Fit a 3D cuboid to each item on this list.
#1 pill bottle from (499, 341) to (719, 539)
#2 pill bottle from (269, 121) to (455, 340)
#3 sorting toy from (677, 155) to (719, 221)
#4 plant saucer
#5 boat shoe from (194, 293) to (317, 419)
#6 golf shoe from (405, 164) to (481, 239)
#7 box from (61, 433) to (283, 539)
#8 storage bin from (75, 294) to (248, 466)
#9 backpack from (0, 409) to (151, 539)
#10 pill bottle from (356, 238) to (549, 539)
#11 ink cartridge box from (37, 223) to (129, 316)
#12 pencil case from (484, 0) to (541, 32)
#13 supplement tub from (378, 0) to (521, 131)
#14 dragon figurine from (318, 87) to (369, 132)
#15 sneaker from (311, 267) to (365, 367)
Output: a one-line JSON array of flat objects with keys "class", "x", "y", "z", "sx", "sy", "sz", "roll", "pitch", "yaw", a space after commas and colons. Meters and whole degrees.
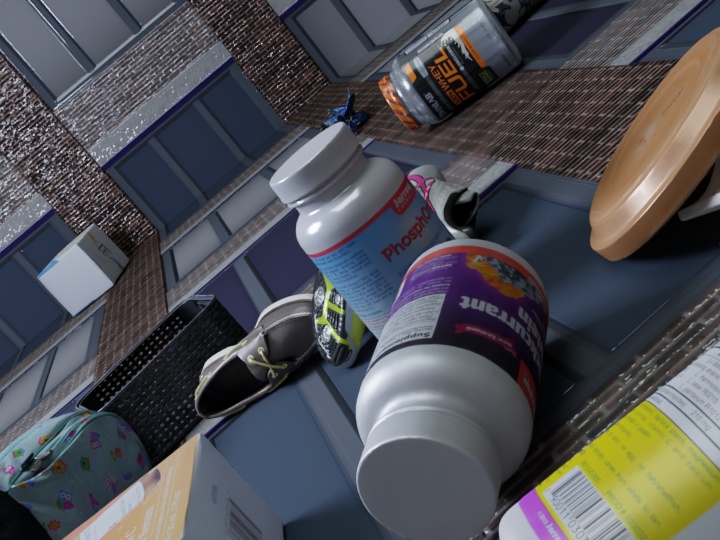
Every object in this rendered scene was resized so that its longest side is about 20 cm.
[{"class": "pill bottle", "x": 0.161, "y": 0.084, "z": 0.376, "sx": 0.200, "sy": 0.104, "sz": 0.104, "roll": -39, "pitch": 16, "yaw": 3}, {"class": "pill bottle", "x": 0.016, "y": -0.024, "z": 0.803, "sx": 0.109, "sy": 0.200, "sz": 0.109, "roll": -36, "pitch": 17, "yaw": 13}, {"class": "sorting toy", "x": 0.291, "y": -0.106, "z": 0.618, "sx": 0.180, "sy": 0.107, "sz": 0.200, "roll": -35, "pitch": 19, "yaw": 52}, {"class": "plant saucer", "x": 0.228, "y": -0.100, "z": 0.696, "sx": 0.201, "sy": 0.032, "sz": 0.200, "roll": -59, "pitch": 1, "yaw": 1}, {"class": "boat shoe", "x": -0.105, "y": 0.095, "z": 0.994, "sx": 0.200, "sy": 0.072, "sz": 0.060, "roll": -34, "pitch": 23, "yaw": 31}, {"class": "golf shoe", "x": 0.088, "y": -0.057, "z": 0.974, "sx": 0.092, "sy": 0.073, "sz": 0.200, "roll": -29, "pitch": 28, "yaw": 20}, {"class": "box", "x": -0.161, "y": 0.241, "z": 0.667, "sx": 0.200, "sy": 0.106, "sz": 0.152, "roll": -38, "pitch": 17, "yaw": 5}, {"class": "storage bin", "x": -0.233, "y": 0.131, "z": 1.137, "sx": 0.200, "sy": 0.094, "sz": 0.135, "roll": -45, "pitch": 17, "yaw": -20}, {"class": "backpack", "x": -0.312, "y": 0.236, "z": 0.966, "sx": 0.126, "sy": 0.168, "sz": 0.200, "roll": -9, "pitch": 26, "yaw": 24}, {"class": "pill bottle", "x": 0.060, "y": 0.074, "z": 0.610, "sx": 0.111, "sy": 0.112, "sz": 0.200, "roll": -30, "pitch": 20, "yaw": 30}, {"class": "ink cartridge box", "x": -0.736, "y": -0.006, "z": 2.500, "sx": 0.147, "sy": 0.145, "sz": 0.200, "roll": -37, "pitch": 16, "yaw": 10}, {"class": "pencil case", "x": 0.265, "y": -0.477, "z": 1.649, "sx": 0.200, "sy": 0.078, "sz": 0.089, "roll": -44, "pitch": -8, "yaw": -15}, {"class": "supplement tub", "x": 0.134, "y": -0.309, "z": 1.427, "sx": 0.200, "sy": 0.123, "sz": 0.123, "roll": -35, "pitch": 17, "yaw": 17}, {"class": "dragon figurine", "x": -0.022, "y": -0.320, "z": 1.908, "sx": 0.099, "sy": 0.059, "sz": 0.200, "roll": -25, "pitch": 22, "yaw": 40}, {"class": "sneaker", "x": 0.000, "y": 0.000, "z": 0.939, "sx": 0.075, "sy": 0.076, "sz": 0.201, "roll": -24, "pitch": 55, "yaw": 56}]
